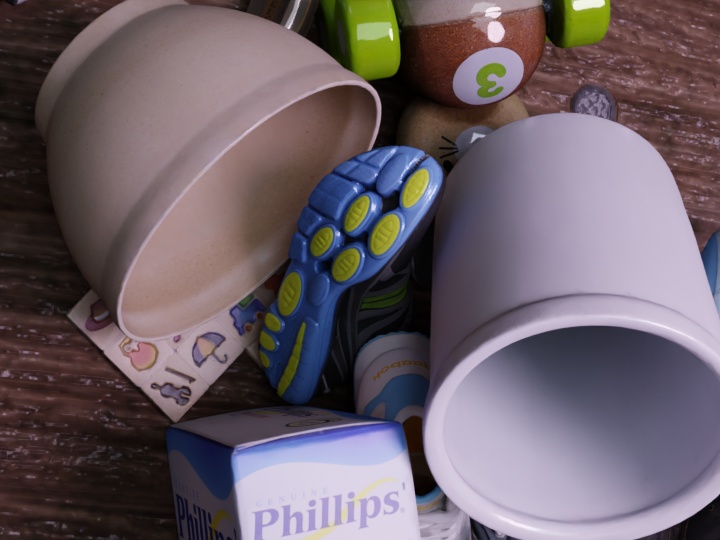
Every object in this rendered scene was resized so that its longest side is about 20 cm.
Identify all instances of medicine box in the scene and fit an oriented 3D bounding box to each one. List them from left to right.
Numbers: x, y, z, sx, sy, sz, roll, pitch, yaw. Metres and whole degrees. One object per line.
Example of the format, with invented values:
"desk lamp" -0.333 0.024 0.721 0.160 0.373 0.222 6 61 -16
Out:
"medicine box" -0.038 0.187 0.765 0.102 0.182 0.201 -8 90 -20

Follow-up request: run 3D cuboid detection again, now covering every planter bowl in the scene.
"planter bowl" -0.105 -0.075 0.758 0.200 0.200 0.135 -41 74 -17

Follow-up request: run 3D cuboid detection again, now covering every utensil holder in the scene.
"utensil holder" 0.121 0.026 0.744 0.169 0.170 0.201 26 36 -17

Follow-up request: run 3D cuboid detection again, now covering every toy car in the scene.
"toy car" 0.072 -0.091 0.847 0.163 0.158 0.201 -10 103 -8

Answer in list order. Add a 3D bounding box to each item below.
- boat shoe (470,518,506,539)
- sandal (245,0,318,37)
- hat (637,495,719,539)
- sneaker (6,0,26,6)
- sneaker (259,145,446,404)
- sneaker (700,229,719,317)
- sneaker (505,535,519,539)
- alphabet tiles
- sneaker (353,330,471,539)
"boat shoe" 0.107 0.155 0.882 0.073 0.062 0.200 -38 100 -17
"sandal" -0.044 -0.222 0.837 0.054 0.080 0.201 27 82 -33
"hat" 0.280 0.195 0.913 0.199 0.081 0.202 -4 101 -23
"sneaker" -0.136 -0.219 0.812 0.200 0.075 0.087 -42 107 -16
"sneaker" 0.000 0.001 0.803 0.082 0.200 0.071 -13 51 -41
"sneaker" 0.184 0.048 0.868 0.130 0.080 0.201 21 86 4
"sneaker" 0.068 0.239 0.827 0.074 0.200 0.081 16 39 -45
"alphabet tiles" -0.088 -0.007 0.851 0.167 0.008 0.200 47 74 -12
"sneaker" 0.032 0.141 0.816 0.076 0.081 0.201 -11 122 0
